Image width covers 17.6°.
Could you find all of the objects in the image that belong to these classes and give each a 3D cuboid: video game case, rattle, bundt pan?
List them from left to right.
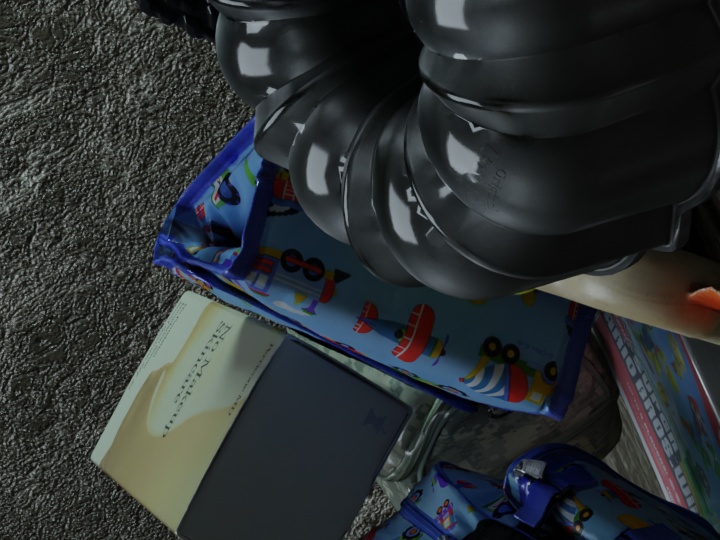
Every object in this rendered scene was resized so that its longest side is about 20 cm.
[{"bbox_3d":[0.017,-0.080,0.692,0.202,0.075,0.203,38,140,40],"label":"bundt pan"},{"bbox_3d":[0.142,0.051,1.051,0.200,0.017,0.144,94,155,-79],"label":"video game case"},{"bbox_3d":[0.112,-0.034,0.802,0.130,0.144,0.200,33,174,-17],"label":"rattle"}]

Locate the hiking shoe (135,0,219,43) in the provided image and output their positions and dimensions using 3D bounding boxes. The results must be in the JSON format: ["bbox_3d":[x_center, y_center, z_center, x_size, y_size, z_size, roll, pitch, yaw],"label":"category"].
[{"bbox_3d":[-0.044,-0.140,0.926,0.200,0.075,0.101,42,-145,-42],"label":"hiking shoe"}]

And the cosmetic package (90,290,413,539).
[{"bbox_3d":[-0.057,0.077,1.087,0.071,0.106,0.200,31,174,-17],"label":"cosmetic package"}]

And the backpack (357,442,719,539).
[{"bbox_3d":[0.089,0.151,0.997,0.182,0.135,0.200,30,-178,-35],"label":"backpack"}]

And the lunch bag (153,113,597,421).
[{"bbox_3d":[0.000,0.000,0.992,0.095,0.150,0.200,-70,14,-13],"label":"lunch bag"}]

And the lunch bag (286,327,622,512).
[{"bbox_3d":[0.033,0.017,1.187,0.201,0.139,0.168,57,172,27],"label":"lunch bag"}]
